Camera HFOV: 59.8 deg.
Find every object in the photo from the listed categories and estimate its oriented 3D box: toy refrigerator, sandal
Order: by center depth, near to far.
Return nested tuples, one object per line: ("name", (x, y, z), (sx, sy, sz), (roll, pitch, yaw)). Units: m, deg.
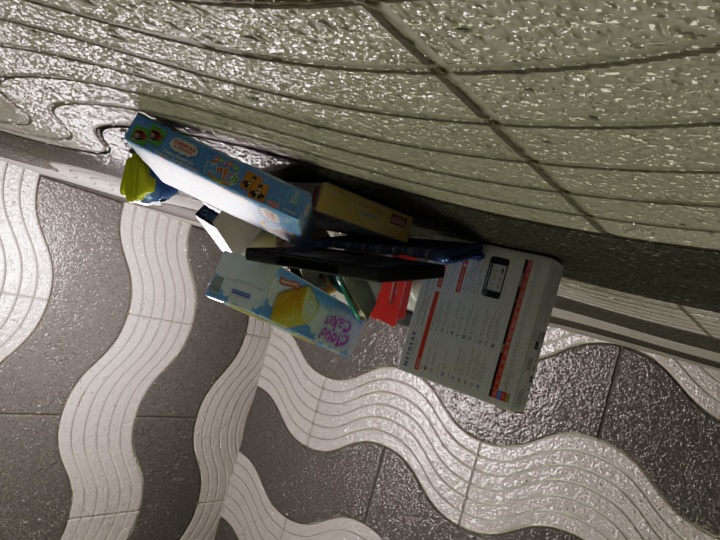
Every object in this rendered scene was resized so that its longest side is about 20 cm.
("toy refrigerator", (-0.127, -0.053, 0.960), (0.076, 0.070, 0.199), (52, -162, 22))
("sandal", (-0.327, -0.141, 0.987), (0.086, 0.081, 0.200), (13, -173, -25))

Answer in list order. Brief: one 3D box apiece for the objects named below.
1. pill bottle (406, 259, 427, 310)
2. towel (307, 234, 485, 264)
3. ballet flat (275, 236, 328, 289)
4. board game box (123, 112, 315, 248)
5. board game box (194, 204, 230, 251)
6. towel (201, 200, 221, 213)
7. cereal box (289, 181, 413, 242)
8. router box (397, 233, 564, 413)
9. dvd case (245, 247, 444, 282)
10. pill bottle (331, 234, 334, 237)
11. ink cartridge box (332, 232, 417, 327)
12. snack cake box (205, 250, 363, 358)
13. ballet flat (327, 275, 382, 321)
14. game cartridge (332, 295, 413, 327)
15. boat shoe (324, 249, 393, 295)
("pill bottle", (0.078, 0.010, 1.152), (0.112, 0.114, 0.199), (18, 178, -38))
("towel", (0.051, -0.028, 0.821), (0.198, 0.024, 0.144), (6, -172, 29))
("ballet flat", (-0.080, -0.002, 0.931), (0.068, 0.068, 0.200), (56, 178, 20))
("board game box", (-0.148, -0.094, 0.707), (0.198, 0.037, 0.151), (26, 171, 1))
("board game box", (-0.196, -0.031, 1.106), (0.199, 0.028, 0.136), (30, 159, 33))
("towel", (-0.210, -0.112, 1.067), (0.146, 0.050, 0.200), (16, 178, -12))
("cereal box", (-0.045, -0.079, 0.823), (0.143, 0.040, 0.199), (17, 177, -36))
("router box", (0.159, 0.065, 0.849), (0.178, 0.203, 0.049), (16, 178, 37))
("dvd case", (-0.019, -0.009, 0.742), (0.198, 0.018, 0.142), (10, -172, 36))
("pill bottle", (0.023, 0.003, 1.312), (0.198, 0.117, 0.116), (17, 177, -18))
("ink cartridge box", (0.027, 0.011, 1.071), (0.067, 0.118, 0.199), (1, -163, -40))
("snack cake box", (-0.097, 0.049, 0.855), (0.114, 0.068, 0.199), (13, 167, 39))
("ballet flat", (-0.003, 0.012, 0.845), (0.068, 0.063, 0.200), (63, 175, -16))
("game cartridge", (0.048, 0.081, 1.230), (0.129, 0.039, 0.199), (24, 172, -41))
("boat shoe", (0.000, 0.000, 0.997), (0.069, 0.072, 0.199), (-2, 173, -35))
